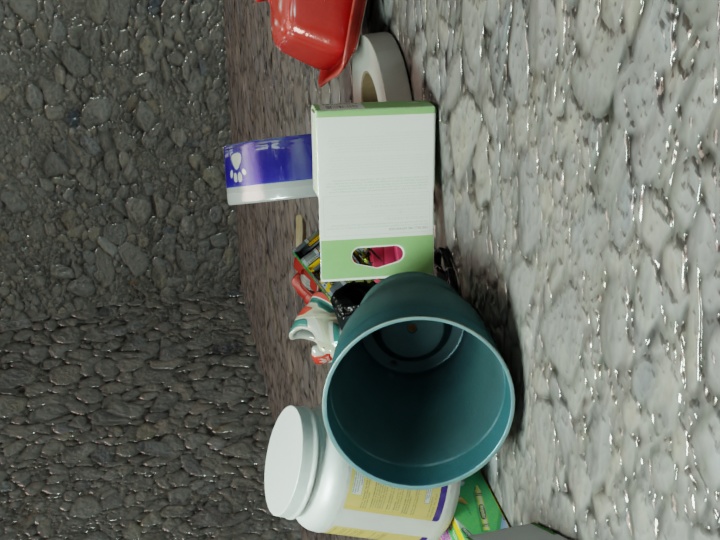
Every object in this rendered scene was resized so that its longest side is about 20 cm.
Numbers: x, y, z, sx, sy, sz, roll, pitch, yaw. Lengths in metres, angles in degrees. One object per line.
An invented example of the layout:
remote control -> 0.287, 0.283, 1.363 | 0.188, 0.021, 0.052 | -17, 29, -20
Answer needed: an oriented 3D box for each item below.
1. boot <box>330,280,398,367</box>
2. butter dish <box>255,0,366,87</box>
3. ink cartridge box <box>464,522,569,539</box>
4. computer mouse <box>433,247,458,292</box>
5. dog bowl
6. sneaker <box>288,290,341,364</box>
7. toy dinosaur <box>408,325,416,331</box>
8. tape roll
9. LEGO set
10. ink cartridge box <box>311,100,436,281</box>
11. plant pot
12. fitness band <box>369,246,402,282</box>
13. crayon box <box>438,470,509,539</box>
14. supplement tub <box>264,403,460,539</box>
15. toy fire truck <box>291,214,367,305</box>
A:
boot -> 0.006, 0.090, 1.453 | 0.199, 0.076, 0.170 | 16, 130, 59
butter dish -> -0.072, -0.365, 1.550 | 0.199, 0.145, 0.204 | -169, 91, -78
ink cartridge box -> 0.171, 0.364, 1.127 | 0.145, 0.083, 0.204 | 165, 96, -79
computer mouse -> 0.078, -0.021, 1.436 | 0.200, 0.033, 0.060 | -122, 26, -63
dog bowl -> -0.083, -0.137, 1.551 | 0.200, 0.197, 0.080 | -164, 68, -78
sneaker -> -0.019, 0.114, 1.694 | 0.198, 0.094, 0.071 | 32, 156, 27
toy dinosaur -> 0.096, 0.106, 1.438 | 0.108, 0.060, 0.200 | 68, 162, 3
tape roll -> 0.029, -0.211, 1.527 | 0.203, 0.036, 0.207 | 171, 90, -80
LEGO set -> 0.000, 0.000, 1.581 | 0.155, 0.115, 0.200 | 53, 177, -15
ink cartridge box -> 0.016, -0.094, 1.362 | 0.048, 0.143, 0.204 | -121, 29, -70
plant pot -> 0.058, 0.100, 1.260 | 0.189, 0.196, 0.203 | -92, -2, -66
fitness band -> 0.049, 0.002, 1.608 | 0.144, 0.037, 0.203 | -122, 25, -58
crayon box -> 0.139, 0.334, 1.340 | 0.201, 0.057, 0.120 | -116, 20, -57
supplement tub -> 0.002, 0.232, 1.334 | 0.145, 0.197, 0.148 | -168, 90, -68
toy fire truck -> -0.066, -0.008, 1.859 | 0.199, 0.128, 0.177 | 40, 153, 19
